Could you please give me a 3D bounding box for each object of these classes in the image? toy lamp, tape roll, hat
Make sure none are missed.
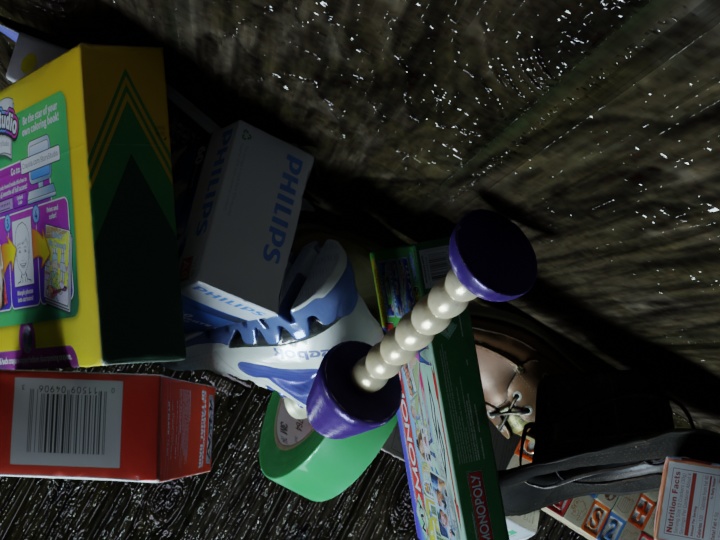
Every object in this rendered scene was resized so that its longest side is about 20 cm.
[{"bbox_3d":[0.026,0.040,0.742,0.058,0.059,0.200,29,140,-14],"label":"toy lamp"},{"bbox_3d":[-0.016,0.095,1.119,0.048,0.202,0.200,30,173,-18],"label":"tape roll"},{"bbox_3d":[0.161,0.107,0.894,0.198,0.082,0.201,-9,160,-3],"label":"hat"}]

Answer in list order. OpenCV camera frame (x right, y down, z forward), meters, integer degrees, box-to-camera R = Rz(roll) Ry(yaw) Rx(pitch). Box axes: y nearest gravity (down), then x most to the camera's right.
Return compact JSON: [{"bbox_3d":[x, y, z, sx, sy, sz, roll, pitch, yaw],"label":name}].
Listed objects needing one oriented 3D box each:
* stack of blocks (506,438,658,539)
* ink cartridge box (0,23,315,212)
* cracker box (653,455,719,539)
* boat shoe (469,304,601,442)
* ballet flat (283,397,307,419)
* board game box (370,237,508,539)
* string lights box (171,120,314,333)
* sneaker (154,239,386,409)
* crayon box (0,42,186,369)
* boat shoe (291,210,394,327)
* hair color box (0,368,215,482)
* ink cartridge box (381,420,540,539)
[{"bbox_3d":[0.225,0.185,1.180,0.199,0.116,0.058,35,170,-40],"label":"stack of blocks"},{"bbox_3d":[-0.157,-0.097,0.945,0.198,0.047,0.197,21,171,35],"label":"ink cartridge box"},{"bbox_3d":[0.291,0.169,0.820,0.197,0.058,0.134,8,167,21],"label":"cracker box"},{"bbox_3d":[0.125,0.089,0.984,0.198,0.069,0.072,24,145,-20],"label":"boat shoe"},{"bbox_3d":[-0.059,0.029,0.993,0.069,0.069,0.201,35,-156,-46],"label":"ballet flat"},{"bbox_3d":[0.049,0.083,0.845,0.029,0.203,0.134,-10,-179,-12],"label":"board game box"},{"bbox_3d":[-0.114,-0.017,0.829,0.059,0.104,0.199,23,159,-30],"label":"string lights box"},{"bbox_3d":[-0.054,0.057,0.872,0.198,0.081,0.116,-13,124,45],"label":"sneaker"},{"bbox_3d":[-0.177,-0.029,0.789,0.058,0.175,0.199,-2,177,-35],"label":"crayon box"},{"bbox_3d":[-0.001,0.001,0.963,0.200,0.072,0.066,25,-158,-47],"label":"boat shoe"},{"bbox_3d":[-0.159,0.098,0.816,0.109,0.065,0.200,1,174,3],"label":"hair color box"},{"bbox_3d":[0.085,0.134,1.195,0.198,0.162,0.050,29,143,-16],"label":"ink cartridge box"}]
